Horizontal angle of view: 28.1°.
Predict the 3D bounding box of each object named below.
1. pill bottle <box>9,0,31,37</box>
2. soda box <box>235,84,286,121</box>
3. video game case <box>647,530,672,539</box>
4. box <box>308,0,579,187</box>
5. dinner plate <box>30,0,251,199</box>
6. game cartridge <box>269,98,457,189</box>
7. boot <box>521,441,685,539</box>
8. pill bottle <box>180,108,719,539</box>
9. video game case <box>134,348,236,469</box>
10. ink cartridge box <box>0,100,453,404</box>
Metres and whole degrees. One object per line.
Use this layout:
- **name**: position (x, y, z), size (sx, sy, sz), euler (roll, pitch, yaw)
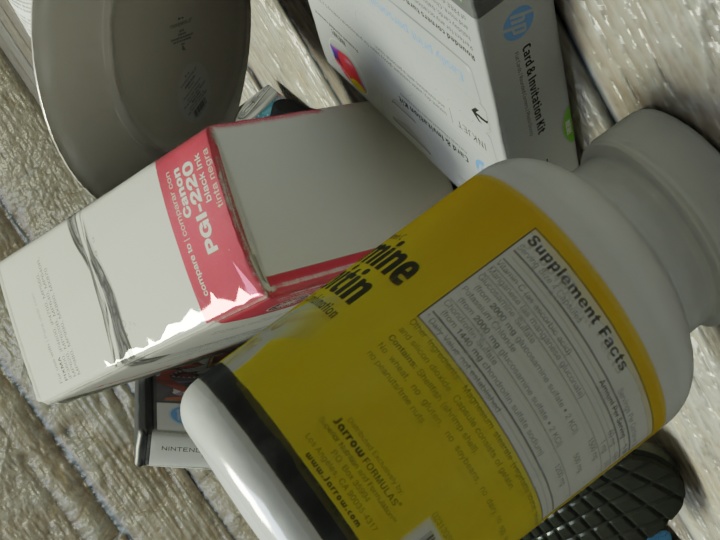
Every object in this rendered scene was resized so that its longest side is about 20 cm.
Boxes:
- **pill bottle**: position (-0.201, -0.221, 1.020), size (0.113, 0.113, 0.201), euler (46, 166, 35)
- **soda box**: position (-0.027, -0.042, 0.928), size (0.200, 0.068, 0.064), euler (42, 166, 45)
- **video game case**: position (0.182, 0.254, 0.879), size (0.200, 0.018, 0.144), euler (80, -176, -65)
- **box**: position (0.019, -0.121, 0.579), size (0.156, 0.041, 0.201), euler (47, 166, 36)
- **dinner plate**: position (-0.103, -0.129, 0.763), size (0.024, 0.201, 0.201), euler (9, 145, 26)
- **game cartridge**: position (0.000, 0.000, 0.792), size (0.200, 0.041, 0.134), euler (33, 112, 44)
- **boot**: position (0.092, 0.106, 0.809), size (0.068, 0.199, 0.131), euler (45, -143, -22)
- **pill bottle**: position (0.045, 0.032, 0.506), size (0.112, 0.199, 0.112), euler (51, 168, 15)
- **video game case**: position (-0.043, 0.058, 0.851), size (0.200, 0.179, 0.026), euler (-108, 25, -63)
- **ink cartridge box**: position (-0.068, -0.008, 0.722), size (0.199, 0.145, 0.086), euler (-27, 82, 44)
